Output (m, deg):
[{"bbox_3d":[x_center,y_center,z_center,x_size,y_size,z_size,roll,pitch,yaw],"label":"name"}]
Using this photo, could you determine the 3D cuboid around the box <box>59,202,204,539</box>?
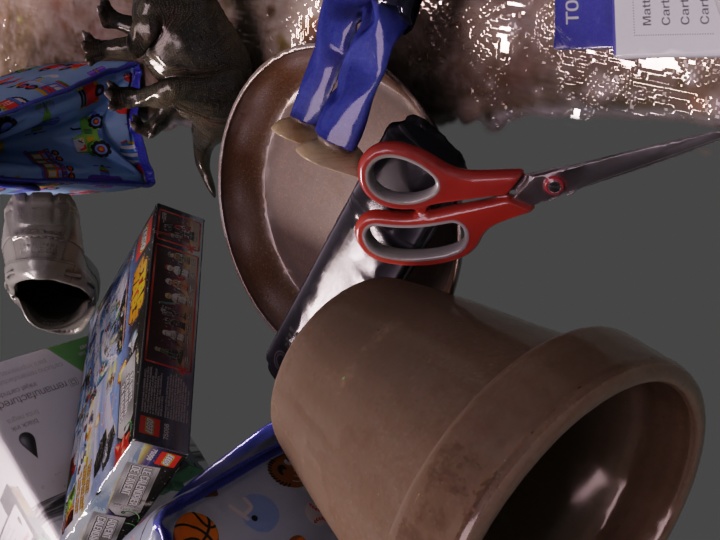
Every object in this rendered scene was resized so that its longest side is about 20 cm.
[{"bbox_3d":[-0.151,0.073,0.884,0.137,0.040,0.201,-53,28,40],"label":"box"}]

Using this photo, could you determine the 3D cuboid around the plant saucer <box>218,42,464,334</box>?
[{"bbox_3d":[-0.010,-0.038,0.801,0.199,0.032,0.202,15,113,39],"label":"plant saucer"}]

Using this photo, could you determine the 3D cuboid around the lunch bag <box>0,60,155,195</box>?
[{"bbox_3d":[-0.269,-0.087,0.912,0.150,0.199,0.095,4,105,43],"label":"lunch bag"}]

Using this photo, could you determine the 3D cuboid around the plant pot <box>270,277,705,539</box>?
[{"bbox_3d":[0.046,0.093,0.673,0.174,0.199,0.202,34,123,36],"label":"plant pot"}]

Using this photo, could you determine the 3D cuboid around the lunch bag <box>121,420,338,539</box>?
[{"bbox_3d":[-0.068,0.175,0.802,0.124,0.199,0.170,56,133,9],"label":"lunch bag"}]

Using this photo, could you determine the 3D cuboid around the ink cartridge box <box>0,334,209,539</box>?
[{"bbox_3d":[-0.190,0.157,0.950,0.201,0.146,0.084,54,130,16],"label":"ink cartridge box"}]

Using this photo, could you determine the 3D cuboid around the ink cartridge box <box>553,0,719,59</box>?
[{"bbox_3d":[0.157,-0.196,0.590,0.199,0.040,0.201,6,107,42],"label":"ink cartridge box"}]

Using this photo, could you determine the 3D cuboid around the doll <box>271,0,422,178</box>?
[{"bbox_3d":[0.009,-0.158,0.706,0.136,0.048,0.201,45,117,55],"label":"doll"}]

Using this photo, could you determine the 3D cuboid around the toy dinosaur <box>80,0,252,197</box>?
[{"bbox_3d":[-0.110,-0.132,0.834,0.101,0.077,0.202,-10,112,12],"label":"toy dinosaur"}]

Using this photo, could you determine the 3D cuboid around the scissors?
[{"bbox_3d":[0.090,-0.037,0.680,0.198,0.014,0.074,-2,120,15],"label":"scissors"}]

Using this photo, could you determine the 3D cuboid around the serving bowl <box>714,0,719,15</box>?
[{"bbox_3d":[0.222,-0.136,0.487,0.198,0.066,0.202,6,106,23],"label":"serving bowl"}]

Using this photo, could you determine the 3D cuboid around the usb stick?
[{"bbox_3d":[0.000,0.000,0.760,0.055,0.033,0.201,41,127,16],"label":"usb stick"}]

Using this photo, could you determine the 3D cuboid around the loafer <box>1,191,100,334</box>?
[{"bbox_3d":[-0.222,0.012,0.941,0.200,0.069,0.070,101,167,-68],"label":"loafer"}]
